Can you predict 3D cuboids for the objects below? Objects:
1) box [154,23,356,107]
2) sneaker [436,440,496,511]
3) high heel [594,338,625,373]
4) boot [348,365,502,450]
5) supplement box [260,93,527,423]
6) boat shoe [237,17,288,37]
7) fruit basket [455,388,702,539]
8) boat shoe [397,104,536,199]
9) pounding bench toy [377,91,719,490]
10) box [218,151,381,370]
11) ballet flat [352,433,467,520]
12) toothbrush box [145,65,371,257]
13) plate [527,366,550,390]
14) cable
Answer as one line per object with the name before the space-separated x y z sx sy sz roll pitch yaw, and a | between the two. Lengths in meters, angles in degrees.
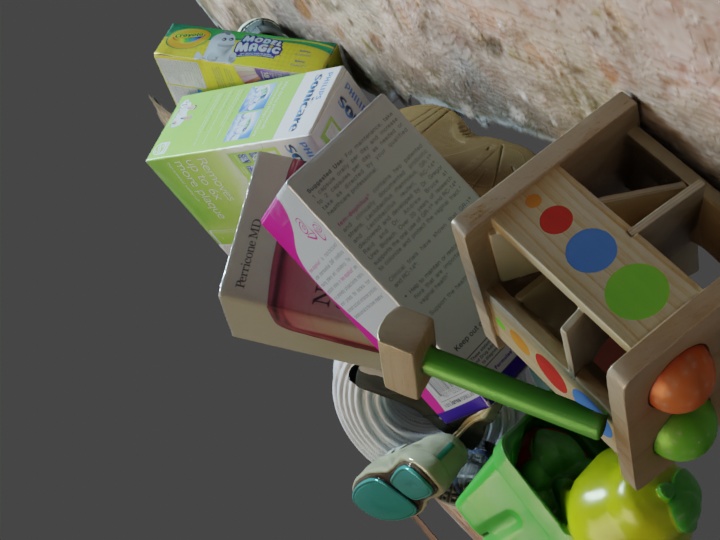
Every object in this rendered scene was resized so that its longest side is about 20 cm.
box | -0.080 -0.161 1.235 0.198 0.049 0.118 13 148 23
sneaker | 0.151 0.211 1.257 0.199 0.075 0.087 -3 138 45
high heel | 0.159 0.058 1.024 0.097 0.067 0.201 85 164 -53
boot | 0.065 0.081 1.196 0.137 0.078 0.201 24 143 4
supplement box | 0.037 -0.005 0.939 0.200 0.103 0.101 46 161 -2
boat shoe | -0.059 -0.151 1.312 0.201 0.072 0.062 62 172 -16
fruit basket | 0.197 0.186 1.052 0.213 0.155 0.218 12 114 28
boat shoe | 0.070 -0.067 1.002 0.200 0.071 0.070 37 160 54
pounding bench toy | 0.125 0.039 0.736 0.156 0.199 0.125 47 168 34
box | 0.000 0.000 1.078 0.197 0.129 0.109 12 162 5
ballet flat | 0.049 0.194 1.292 0.070 0.069 0.200 53 155 1
toothbrush box | -0.067 -0.090 1.207 0.198 0.087 0.146 -4 138 37
plate | 0.212 0.133 1.153 0.201 0.025 0.200 50 169 13
cable | 0.065 0.120 1.332 0.198 0.069 0.201 26 125 0
